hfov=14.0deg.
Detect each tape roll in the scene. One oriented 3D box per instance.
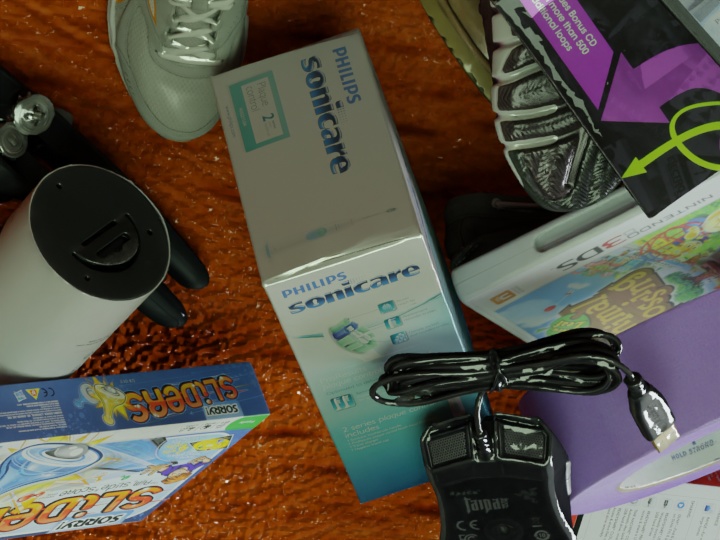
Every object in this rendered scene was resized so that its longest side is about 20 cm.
[{"bbox_3d":[0.188,0.063,1.576,0.200,0.200,0.066,-24,78,7],"label":"tape roll"}]

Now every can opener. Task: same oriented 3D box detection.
[{"bbox_3d":[-0.152,-0.043,1.545,0.200,0.079,0.063,37,71,-30],"label":"can opener"}]

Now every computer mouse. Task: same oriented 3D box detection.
[{"bbox_3d":[0.096,0.092,1.485,0.140,0.046,0.200,-9,135,15],"label":"computer mouse"}]

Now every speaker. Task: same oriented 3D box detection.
[{"bbox_3d":[-0.176,0.027,1.519,0.081,0.081,0.200,23,141,-21],"label":"speaker"}]

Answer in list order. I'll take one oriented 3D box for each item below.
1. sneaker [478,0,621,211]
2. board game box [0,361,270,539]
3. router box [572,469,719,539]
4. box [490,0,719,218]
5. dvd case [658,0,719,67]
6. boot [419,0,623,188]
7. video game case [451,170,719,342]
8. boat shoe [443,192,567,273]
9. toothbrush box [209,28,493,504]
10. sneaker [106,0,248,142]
[{"bbox_3d":[0.086,-0.136,1.449,0.076,0.116,0.200,-12,110,-7],"label":"sneaker"},{"bbox_3d":[-0.164,0.100,1.556,0.200,0.034,0.135,-4,154,-42],"label":"board game box"},{"bbox_3d":[0.160,0.191,1.733,0.179,0.049,0.200,8,120,-13],"label":"router box"},{"bbox_3d":[0.177,-0.136,1.380,0.200,0.036,0.143,-37,116,5],"label":"box"},{"bbox_3d":[0.227,-0.134,1.362,0.143,0.018,0.200,-41,117,9],"label":"dvd case"},{"bbox_3d":[0.152,-0.141,1.518,0.200,0.066,0.175,-40,102,5],"label":"boot"},{"bbox_3d":[0.165,-0.005,1.532,0.182,0.022,0.200,-27,156,17],"label":"video game case"},{"bbox_3d":[0.135,-0.018,1.588,0.200,0.057,0.067,-2,149,-30],"label":"boat shoe"},{"bbox_3d":[0.000,0.000,1.503,0.085,0.147,0.200,-18,142,2],"label":"toothbrush box"},{"bbox_3d":[-0.085,-0.145,1.462,0.076,0.092,0.200,2,122,-8],"label":"sneaker"}]
